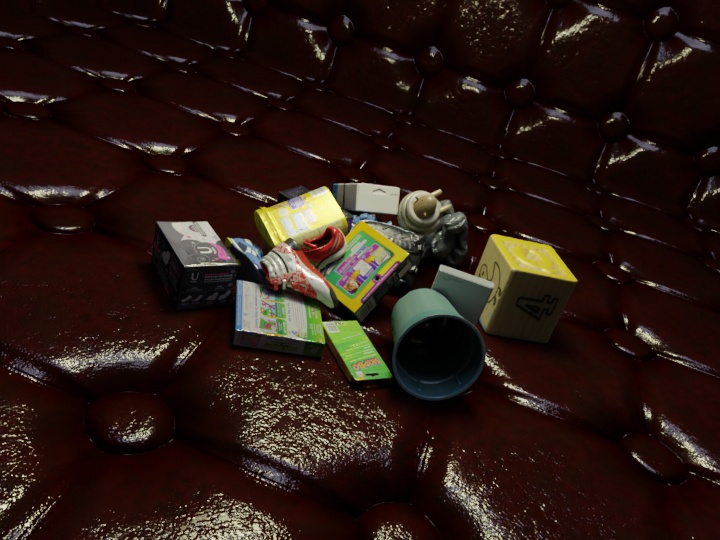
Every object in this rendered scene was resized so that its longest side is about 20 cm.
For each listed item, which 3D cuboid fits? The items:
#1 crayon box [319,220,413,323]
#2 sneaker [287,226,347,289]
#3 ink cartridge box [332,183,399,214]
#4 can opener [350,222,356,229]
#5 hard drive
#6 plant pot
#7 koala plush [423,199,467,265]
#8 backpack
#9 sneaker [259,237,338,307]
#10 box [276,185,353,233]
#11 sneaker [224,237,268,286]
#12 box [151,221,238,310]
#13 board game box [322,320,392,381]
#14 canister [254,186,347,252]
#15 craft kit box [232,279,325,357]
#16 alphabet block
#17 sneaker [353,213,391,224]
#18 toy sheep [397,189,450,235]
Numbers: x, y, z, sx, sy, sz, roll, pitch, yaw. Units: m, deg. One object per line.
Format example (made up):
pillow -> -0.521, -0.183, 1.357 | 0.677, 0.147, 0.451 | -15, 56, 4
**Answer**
crayon box -> 0.000, 0.000, 1.642 | 0.172, 0.058, 0.200 | 36, 75, 32
sneaker -> -0.127, -0.036, 1.621 | 0.199, 0.085, 0.077 | -40, 46, -7
ink cartridge box -> 0.013, -0.222, 2.064 | 0.144, 0.087, 0.200 | 4, 6, -24
can opener -> -0.009, -0.108, 1.885 | 0.199, 0.079, 0.063 | 36, 1, 1
hard drive -> 0.218, 0.091, 1.574 | 0.130, 0.202, 0.027 | 19, 36, 2
plant pot -> 0.152, 0.145, 1.468 | 0.197, 0.203, 0.197 | 12, 20, -12
koala plush -> 0.201, -0.087, 1.972 | 0.197, 0.186, 0.178 | -12, 25, -9
backpack -> 0.052, -0.050, 1.787 | 0.198, 0.165, 0.154 | 21, -15, -17
sneaker -> -0.147, 0.030, 1.538 | 0.107, 0.067, 0.202 | -35, 79, -20
box -> -0.135, -0.133, 1.853 | 0.199, 0.124, 0.106 | 31, 31, 24
sneaker -> -0.264, -0.021, 1.631 | 0.081, 0.075, 0.200 | -2, 35, -37
box -> -0.377, -0.018, 1.509 | 0.131, 0.116, 0.200 | -4, 35, -35
board game box -> -0.012, 0.179, 1.467 | 0.094, 0.030, 0.200 | 1, 30, -29
canister -> -0.148, -0.117, 1.688 | 0.198, 0.087, 0.150 | -23, 68, -19
craft kit box -> -0.184, 0.104, 1.485 | 0.195, 0.049, 0.201 | 8, 29, -13
alphabet block -> 0.423, 0.048, 1.776 | 0.194, 0.202, 0.196 | 9, 28, -16
sneaker -> 0.002, -0.135, 1.957 | 0.197, 0.083, 0.074 | 20, 15, 2
toy sheep -> 0.165, -0.155, 1.843 | 0.136, 0.200, 0.140 | 3, 70, -9
